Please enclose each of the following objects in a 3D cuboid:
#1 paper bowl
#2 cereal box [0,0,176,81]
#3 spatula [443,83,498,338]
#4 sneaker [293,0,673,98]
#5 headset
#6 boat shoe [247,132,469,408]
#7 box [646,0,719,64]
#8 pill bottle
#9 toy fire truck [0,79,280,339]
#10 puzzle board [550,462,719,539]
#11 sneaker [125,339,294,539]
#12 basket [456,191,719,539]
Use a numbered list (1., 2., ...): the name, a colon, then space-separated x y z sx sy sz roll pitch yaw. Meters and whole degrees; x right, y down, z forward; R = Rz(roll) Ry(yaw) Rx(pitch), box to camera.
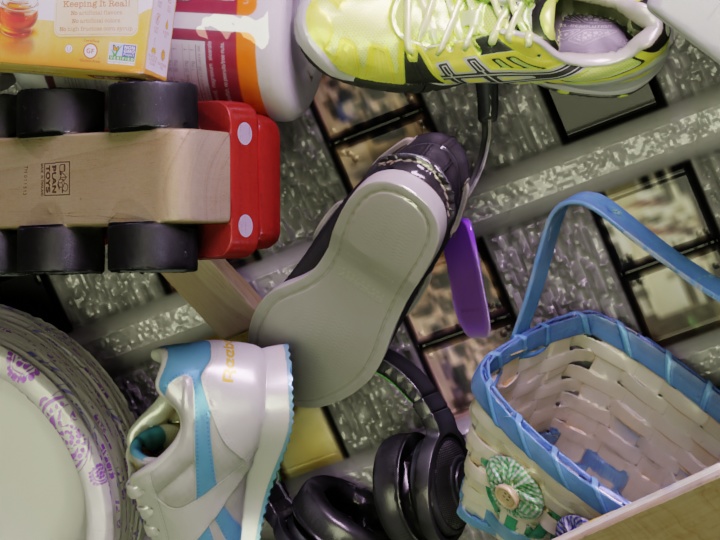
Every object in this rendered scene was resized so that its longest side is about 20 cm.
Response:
1. paper bowl: -0.215 0.115 1.672 0.199 0.104 0.202 6 109 18
2. cereal box: -0.158 -0.201 1.507 0.143 0.040 0.201 5 86 18
3. spatula: 0.061 -0.065 1.564 0.020 0.056 0.201 6 85 -15
4. sneaker: 0.065 -0.132 1.515 0.199 0.076 0.076 0 81 -8
5. headset: 0.017 0.135 1.658 0.123 0.094 0.201 -29 83 25
6. boat shoe: 0.000 0.000 1.572 0.074 0.060 0.200 34 137 4
7. box: 0.270 -0.173 1.415 0.171 0.199 0.200 37 112 0
8. pill bottle: -0.124 -0.139 1.571 0.199 0.110 0.110 4 108 13
9. toy fire truck: -0.102 -0.028 1.569 0.175 0.199 0.130 -2 88 38
10. puzzle board: 0.168 0.170 1.512 0.150 0.017 0.200 -26 138 23
11. sneaker: -0.092 0.121 1.613 0.080 0.077 0.201 7 121 -12
12. basket: 0.148 0.079 1.545 0.176 0.139 0.201 35 122 23
